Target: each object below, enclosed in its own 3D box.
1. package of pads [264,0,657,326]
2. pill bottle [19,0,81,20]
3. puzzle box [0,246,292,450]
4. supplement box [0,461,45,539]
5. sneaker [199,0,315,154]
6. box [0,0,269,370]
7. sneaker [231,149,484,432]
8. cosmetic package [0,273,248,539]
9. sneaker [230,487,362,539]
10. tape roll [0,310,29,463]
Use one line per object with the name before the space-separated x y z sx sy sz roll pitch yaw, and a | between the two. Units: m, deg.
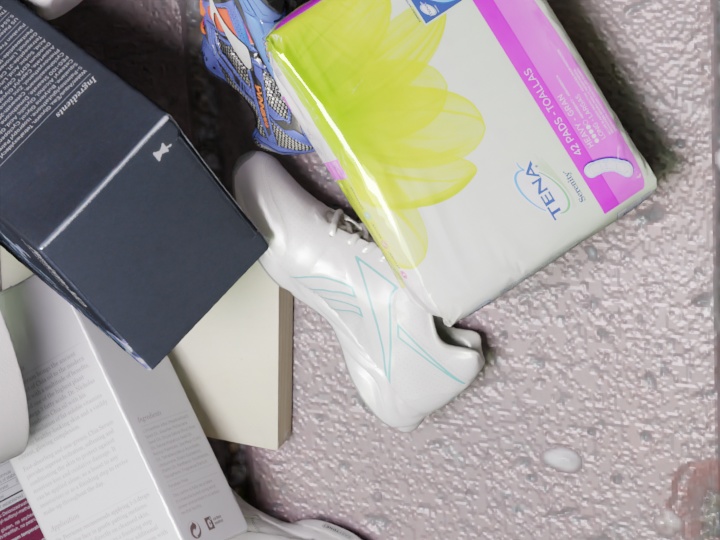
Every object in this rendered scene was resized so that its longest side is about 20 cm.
package of pads | 0.053 -0.086 1.426 0.154 0.068 0.200 -33 96 -2
pill bottle | -0.225 -0.251 1.489 0.200 0.111 0.111 41 121 3
puzzle box | -0.138 0.034 1.621 0.200 0.025 0.133 11 115 20
supplement box | -0.257 0.179 1.681 0.110 0.086 0.200 6 115 45
sneaker | -0.070 -0.151 1.488 0.078 0.075 0.200 -22 100 33
box | -0.175 -0.060 1.470 0.200 0.107 0.148 36 169 36
sneaker | 0.000 0.000 1.528 0.080 0.070 0.200 -34 102 24
cosmetic package | -0.164 0.098 1.578 0.101 0.071 0.200 -28 85 31
sneaker | -0.090 0.188 1.621 0.200 0.100 0.075 13 121 20
tape roll | -0.260 0.027 1.528 0.203 0.037 0.203 49 152 37
